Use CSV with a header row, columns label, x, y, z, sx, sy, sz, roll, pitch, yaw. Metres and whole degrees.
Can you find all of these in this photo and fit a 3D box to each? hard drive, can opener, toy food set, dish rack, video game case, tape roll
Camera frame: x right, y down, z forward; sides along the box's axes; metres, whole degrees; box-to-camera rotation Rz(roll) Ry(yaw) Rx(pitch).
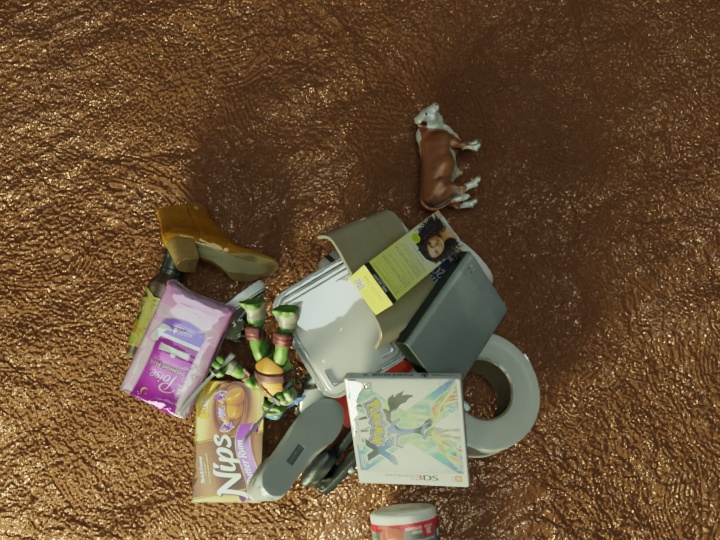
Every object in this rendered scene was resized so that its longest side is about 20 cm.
label,x,y,z,sx,sy,sz,roll,pitch,yaw
hard drive,0.149,0.088,1.210,0.200,0.033,0.140,-52,121,-26
can opener,-0.014,0.294,1.260,0.200,0.079,0.063,-45,82,6
toy food set,0.030,0.009,1.203,0.143,0.060,0.200,-23,81,-39
dish rack,-0.030,0.094,1.226,0.171,0.044,0.200,-30,95,0
video game case,0.075,0.251,1.189,0.182,0.022,0.201,-2,112,14
tape roll,0.195,0.206,1.264,0.202,0.071,0.203,5,65,-11

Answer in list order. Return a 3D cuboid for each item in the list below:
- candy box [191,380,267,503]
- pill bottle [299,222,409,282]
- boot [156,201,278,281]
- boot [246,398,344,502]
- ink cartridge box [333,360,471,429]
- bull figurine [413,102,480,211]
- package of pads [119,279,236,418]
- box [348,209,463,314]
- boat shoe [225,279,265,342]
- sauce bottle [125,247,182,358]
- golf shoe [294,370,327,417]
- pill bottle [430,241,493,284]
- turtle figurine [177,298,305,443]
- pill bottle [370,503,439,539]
label,x,y,z,sx,sy,sz,roll,pitch,yaw
candy box,-0.219,0.286,1.275,0.116,0.056,0.201,2,79,-2
pill bottle,0.000,0.000,1.305,0.200,0.114,0.114,-38,84,-8
boot,-0.248,-0.057,1.321,0.201,0.071,0.144,6,44,-34
boot,-0.112,0.292,1.236,0.074,0.096,0.200,48,56,-3
ink cartridge box,0.065,0.238,1.302,0.200,0.050,0.162,38,80,0
bull figurine,0.155,-0.202,1.370,0.121,0.065,0.201,2,81,0
package of pads,-0.294,0.126,1.227,0.120,0.076,0.201,24,87,-1
box,0.074,-0.016,1.174,0.200,0.050,0.075,-38,92,-39
boat shoe,-0.230,0.102,1.300,0.200,0.070,0.066,-42,93,-8
sauce bottle,-0.344,0.059,1.303,0.065,0.065,0.201,16,78,0
golf shoe,-0.032,0.179,1.285,0.094,0.078,0.200,35,83,14
pill bottle,0.124,0.049,1.304,0.200,0.111,0.111,-44,85,-9
turtle figurine,-0.162,0.150,1.160,0.199,0.144,0.195,-1,101,-29
pill bottle,0.080,0.489,1.229,0.110,0.111,0.201,-6,81,-4
